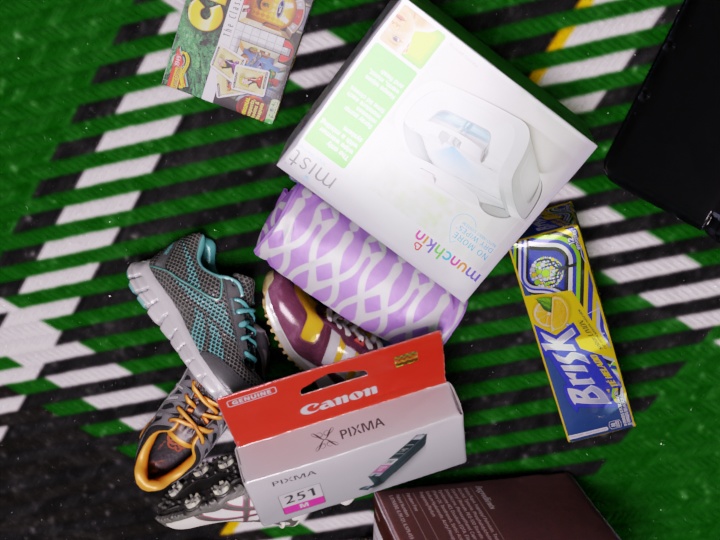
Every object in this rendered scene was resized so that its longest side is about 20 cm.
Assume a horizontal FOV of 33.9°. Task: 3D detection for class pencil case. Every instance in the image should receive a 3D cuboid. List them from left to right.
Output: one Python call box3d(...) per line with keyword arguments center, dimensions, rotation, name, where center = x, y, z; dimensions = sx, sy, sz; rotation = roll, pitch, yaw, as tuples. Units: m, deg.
box3d(center=(0.000, 0.000, 1.042), dimensions=(0.200, 0.086, 0.084), rotation=(35, 103, -7), name="pencil case")

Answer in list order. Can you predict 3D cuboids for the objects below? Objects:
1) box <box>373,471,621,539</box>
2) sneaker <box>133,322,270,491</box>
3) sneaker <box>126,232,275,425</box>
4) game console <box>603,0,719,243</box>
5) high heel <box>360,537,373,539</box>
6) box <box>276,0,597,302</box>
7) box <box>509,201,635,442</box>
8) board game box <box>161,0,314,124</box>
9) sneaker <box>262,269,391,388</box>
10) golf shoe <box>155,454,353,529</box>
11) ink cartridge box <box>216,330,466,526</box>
box3d(center=(0.121, 0.300, 1.075), dimensions=(0.200, 0.164, 0.166), rotation=(-4, 110, -12), name="box")
box3d(center=(-0.150, 0.131, 1.111), dimensions=(0.078, 0.077, 0.200), rotation=(32, 108, -5), name="sneaker")
box3d(center=(-0.123, 0.046, 1.046), dimensions=(0.091, 0.078, 0.200), rotation=(-40, 73, 1), name="sneaker")
box3d(center=(0.339, -0.129, 0.998), dimensions=(0.176, 0.116, 0.200), rotation=(10, 115, -31), name="game console")
box3d(center=(-0.074, 0.287, 1.165), dimensions=(0.143, 0.071, 0.200), rotation=(43, 115, -14), name="high heel")
box3d(center=(0.062, -0.107, 0.992), dimensions=(0.200, 0.097, 0.176), rotation=(37, 107, -10), name="box")
box3d(center=(0.187, 0.047, 1.050), dimensions=(0.064, 0.070, 0.200), rotation=(-16, 108, 12), name="box")
box3d(center=(-0.091, -0.233, 0.997), dimensions=(0.105, 0.023, 0.200), rotation=(20, 111, 0), name="board game box")
box3d(center=(-0.010, 0.068, 1.079), dimensions=(0.090, 0.075, 0.200), rotation=(-27, 115, 15), name="sneaker")
box3d(center=(-0.102, 0.221, 1.143), dimensions=(0.200, 0.077, 0.088), rotation=(-21, 114, 13), name="golf shoe")
box3d(center=(-0.010, 0.141, 1.022), dimensions=(0.200, 0.044, 0.174), rotation=(-17, 145, -4), name="ink cartridge box")
